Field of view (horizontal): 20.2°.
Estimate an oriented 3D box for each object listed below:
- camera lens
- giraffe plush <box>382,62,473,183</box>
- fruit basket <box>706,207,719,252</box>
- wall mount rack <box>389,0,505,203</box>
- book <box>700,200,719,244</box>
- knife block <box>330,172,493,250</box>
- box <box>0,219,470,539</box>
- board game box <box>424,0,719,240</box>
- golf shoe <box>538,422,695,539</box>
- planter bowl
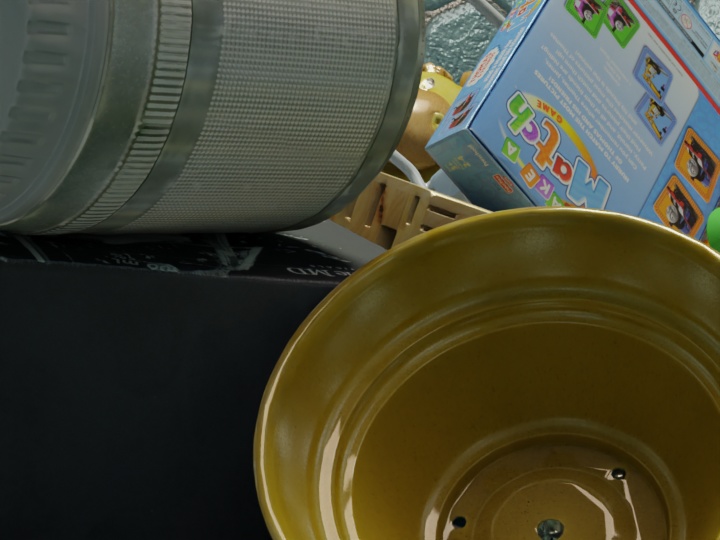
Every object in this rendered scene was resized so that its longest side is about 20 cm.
[{"bbox_3d":[-0.087,-0.094,0.781,0.200,0.160,0.160,-2,14,-44],"label":"camera lens"},{"bbox_3d":[0.038,-0.061,1.378,0.172,0.162,0.200,13,8,-1],"label":"giraffe plush"},{"bbox_3d":[0.211,0.072,0.831,0.155,0.216,0.216,1,12,-39],"label":"fruit basket"},{"bbox_3d":[0.057,-0.077,1.148,0.075,0.200,0.174,-4,60,-51],"label":"wall mount rack"},{"bbox_3d":[0.203,-0.017,1.082,0.200,0.048,0.134,-35,21,2],"label":"book"},{"bbox_3d":[0.095,0.018,0.952,0.175,0.064,0.200,19,3,-39],"label":"knife block"},{"bbox_3d":[-0.090,0.037,0.858,0.200,0.124,0.197,4,13,-25],"label":"box"},{"bbox_3d":[0.128,-0.077,1.047,0.037,0.151,0.200,-23,27,45],"label":"board game box"},{"bbox_3d":[0.115,0.092,0.869,0.097,0.078,0.200,11,9,-24],"label":"golf shoe"},{"bbox_3d":[0.066,0.078,0.747,0.200,0.084,0.201,-7,49,8],"label":"planter bowl"}]
